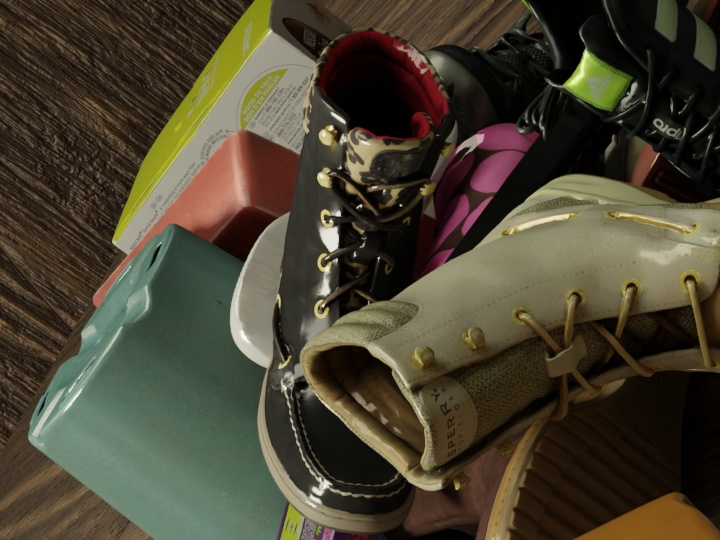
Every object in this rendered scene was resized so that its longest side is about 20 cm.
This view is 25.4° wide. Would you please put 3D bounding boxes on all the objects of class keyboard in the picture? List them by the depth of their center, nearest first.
[{"bbox_3d":[0.098,-0.064,0.728,0.201,0.020,0.127,-53,-21,-23],"label":"keyboard"}]

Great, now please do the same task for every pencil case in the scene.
[{"bbox_3d":[0.068,0.001,0.883,0.094,0.090,0.201,-50,12,32],"label":"pencil case"}]

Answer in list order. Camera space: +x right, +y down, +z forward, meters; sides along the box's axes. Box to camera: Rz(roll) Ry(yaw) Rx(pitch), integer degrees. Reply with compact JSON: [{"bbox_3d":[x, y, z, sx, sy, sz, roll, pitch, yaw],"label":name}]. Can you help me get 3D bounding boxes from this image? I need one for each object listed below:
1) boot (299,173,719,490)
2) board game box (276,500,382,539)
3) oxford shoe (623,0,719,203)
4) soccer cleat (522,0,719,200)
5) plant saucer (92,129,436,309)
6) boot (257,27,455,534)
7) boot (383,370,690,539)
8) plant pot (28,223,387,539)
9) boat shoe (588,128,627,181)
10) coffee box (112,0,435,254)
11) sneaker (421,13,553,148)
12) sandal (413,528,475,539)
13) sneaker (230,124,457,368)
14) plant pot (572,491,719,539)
[{"bbox_3d":[0.085,0.026,0.579,0.154,0.073,0.199,-28,25,-29],"label":"boot"},{"bbox_3d":[-0.031,0.185,0.777,0.120,0.032,0.202,162,124,-80],"label":"board game box"},{"bbox_3d":[0.165,-0.106,0.700,0.075,0.070,0.201,-99,31,-52],"label":"oxford shoe"},{"bbox_3d":[0.122,-0.069,0.629,0.081,0.200,0.068,-24,-23,-42],"label":"soccer cleat"},{"bbox_3d":[-0.043,0.018,1.013,0.200,0.198,0.037,-44,33,40],"label":"plant saucer"},{"bbox_3d":[0.000,0.000,0.711,0.201,0.072,0.152,-91,10,-53],"label":"boot"},{"bbox_3d":[0.063,0.097,0.688,0.166,0.072,0.200,-37,12,46],"label":"boot"},{"bbox_3d":[-0.071,0.087,0.924,0.201,0.195,0.201,-50,15,18],"label":"plant pot"},{"bbox_3d":[0.128,-0.067,0.860,0.057,0.067,0.201,-30,27,28],"label":"boat shoe"},{"bbox_3d":[-0.047,-0.075,1.226,0.200,0.197,0.200,-51,14,16],"label":"coffee box"},{"bbox_3d":[0.090,-0.124,1.017,0.114,0.076,0.199,-50,-19,1],"label":"sneaker"},{"bbox_3d":[0.035,0.153,0.715,0.076,0.043,0.200,-57,13,-8],"label":"sandal"},{"bbox_3d":[-0.008,-0.008,0.885,0.200,0.075,0.089,-54,-8,-36],"label":"sneaker"},{"bbox_3d":[0.047,0.160,0.387,0.183,0.201,0.200,-38,14,2],"label":"plant pot"}]
